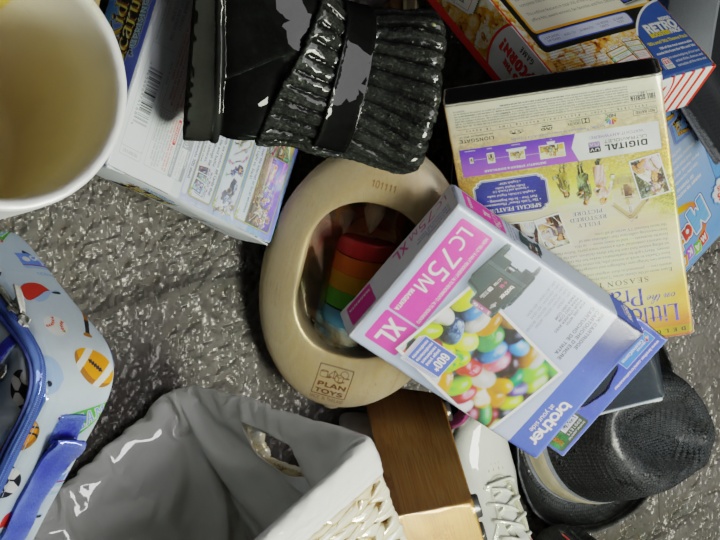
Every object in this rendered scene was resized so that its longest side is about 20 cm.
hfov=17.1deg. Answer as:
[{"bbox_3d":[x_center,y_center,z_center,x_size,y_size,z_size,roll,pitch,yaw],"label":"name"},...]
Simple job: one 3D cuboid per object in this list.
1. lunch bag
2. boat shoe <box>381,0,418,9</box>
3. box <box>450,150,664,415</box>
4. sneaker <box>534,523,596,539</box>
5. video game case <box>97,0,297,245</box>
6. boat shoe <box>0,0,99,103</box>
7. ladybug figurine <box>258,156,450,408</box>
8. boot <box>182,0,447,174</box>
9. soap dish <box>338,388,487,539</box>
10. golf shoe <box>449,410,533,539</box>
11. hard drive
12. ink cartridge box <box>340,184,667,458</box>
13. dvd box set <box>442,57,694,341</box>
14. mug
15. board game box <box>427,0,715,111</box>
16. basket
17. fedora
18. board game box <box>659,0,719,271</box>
[{"bbox_3d":[-0.224,0.082,1.367,0.075,0.160,0.200,2,127,-43],"label":"lunch bag"},{"bbox_3d":[0.008,-0.136,1.614,0.200,0.068,0.072,-83,166,-68],"label":"boat shoe"},{"bbox_3d":[0.142,-0.014,1.734,0.149,0.107,0.200,-85,157,-61],"label":"box"},{"bbox_3d":[0.188,0.270,1.893,0.087,0.074,0.200,-50,135,3],"label":"sneaker"},{"bbox_3d":[-0.096,-0.137,1.549,0.181,0.045,0.201,26,79,-54],"label":"video game case"},{"bbox_3d":[-0.181,-0.196,1.469,0.076,0.072,0.201,10,96,-62],"label":"boat shoe"},{"bbox_3d":[0.000,0.000,1.639,0.135,0.072,0.200,16,111,-6],"label":"ladybug figurine"},{"bbox_3d":[-0.023,-0.167,1.464,0.157,0.079,0.212,5,109,-6],"label":"boot"},{"bbox_3d":[0.047,0.184,1.663,0.081,0.200,0.158,-16,114,1],"label":"soap dish"},{"bbox_3d":[0.106,0.199,1.793,0.075,0.091,0.201,-15,105,-42],"label":"golf shoe"},{"bbox_3d":[0.288,-0.200,1.890,0.135,0.042,0.200,50,45,-44],"label":"hard drive"},{"bbox_3d":[0.101,0.044,1.608,0.200,0.042,0.119,33,107,-24],"label":"ink cartridge box"},{"bbox_3d":[0.142,-0.038,1.615,0.029,0.146,0.200,-86,166,-61],"label":"dvd box set"},{"bbox_3d":[-0.231,-0.107,1.361,0.149,0.153,0.187,-6,80,-27],"label":"mug"},{"bbox_3d":[0.133,-0.187,1.691,0.151,0.200,0.046,-17,151,-41],"label":"board game box"},{"bbox_3d":[-0.091,0.201,1.521,0.200,0.198,0.161,-41,123,-29],"label":"basket"},{"bbox_3d":[0.211,0.125,1.879,0.200,0.091,0.201,-10,104,-43],"label":"fedora"},{"bbox_3d":[0.237,-0.099,1.906,0.151,0.037,0.200,-43,123,-31],"label":"board game box"}]
